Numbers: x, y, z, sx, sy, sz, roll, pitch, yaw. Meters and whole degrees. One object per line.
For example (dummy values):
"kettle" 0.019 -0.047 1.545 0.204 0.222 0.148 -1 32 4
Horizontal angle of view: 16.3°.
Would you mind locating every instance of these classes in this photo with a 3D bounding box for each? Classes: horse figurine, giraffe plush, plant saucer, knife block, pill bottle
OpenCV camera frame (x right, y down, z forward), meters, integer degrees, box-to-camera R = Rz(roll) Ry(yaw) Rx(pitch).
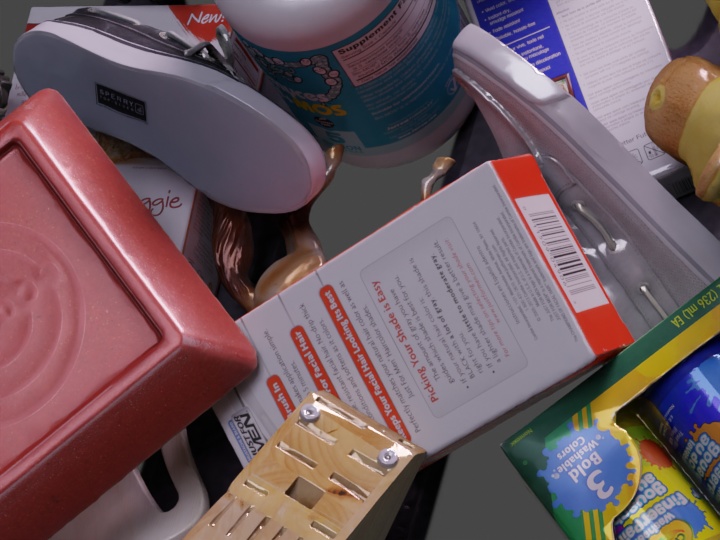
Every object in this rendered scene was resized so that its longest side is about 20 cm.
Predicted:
"horse figurine" 0.000 0.000 1.343 0.199 0.050 0.133 10 73 20
"giraffe plush" 0.210 -0.100 1.255 0.200 0.172 0.163 31 98 61
"plant saucer" -0.186 0.032 1.273 0.199 0.037 0.200 -39 69 1
"knife block" -0.052 0.181 1.234 0.064 0.176 0.200 30 57 18
"pill bottle" -0.012 -0.145 1.334 0.110 0.200 0.111 -9 61 17

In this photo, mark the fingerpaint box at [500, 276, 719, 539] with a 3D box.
"fingerpaint box" 0.196 0.094 1.200 0.200 0.073 0.167 -37 63 0

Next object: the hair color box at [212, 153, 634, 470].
"hair color box" 0.023 0.039 1.255 0.200 0.064 0.111 -32 81 24

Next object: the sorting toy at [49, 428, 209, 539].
"sorting toy" -0.172 0.098 1.328 0.179 0.107 0.201 -13 69 10

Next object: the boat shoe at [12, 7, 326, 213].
"boat shoe" -0.092 -0.092 1.353 0.199 0.074 0.068 20 39 30

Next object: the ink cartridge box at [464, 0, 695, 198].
"ink cartridge box" 0.118 -0.117 1.368 0.094 0.037 0.201 -23 61 10

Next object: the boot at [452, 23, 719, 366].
"boot" 0.098 -0.027 1.275 0.200 0.074 0.096 44 91 6

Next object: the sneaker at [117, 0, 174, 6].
"sneaker" -0.151 -0.218 1.447 0.199 0.114 0.076 29 54 32

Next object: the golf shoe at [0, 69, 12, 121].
"golf shoe" -0.202 -0.048 1.381 0.200 0.077 0.088 42 112 30

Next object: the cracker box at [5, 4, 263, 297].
"cracker box" -0.139 -0.052 1.421 0.133 0.058 0.201 1 64 21
